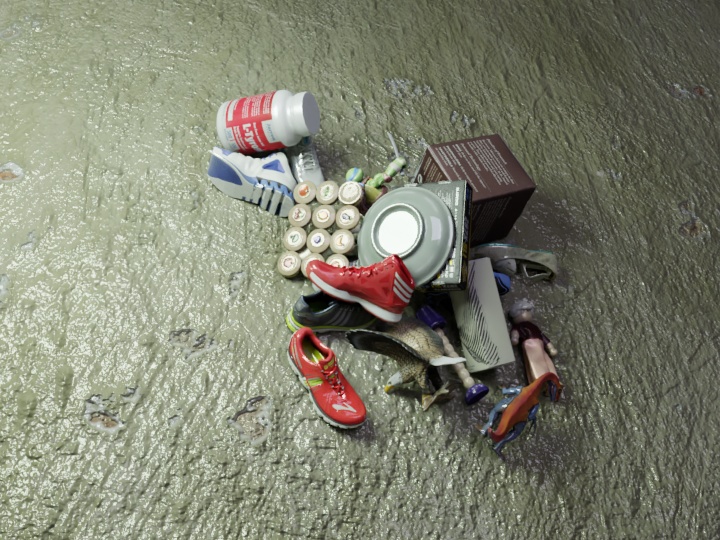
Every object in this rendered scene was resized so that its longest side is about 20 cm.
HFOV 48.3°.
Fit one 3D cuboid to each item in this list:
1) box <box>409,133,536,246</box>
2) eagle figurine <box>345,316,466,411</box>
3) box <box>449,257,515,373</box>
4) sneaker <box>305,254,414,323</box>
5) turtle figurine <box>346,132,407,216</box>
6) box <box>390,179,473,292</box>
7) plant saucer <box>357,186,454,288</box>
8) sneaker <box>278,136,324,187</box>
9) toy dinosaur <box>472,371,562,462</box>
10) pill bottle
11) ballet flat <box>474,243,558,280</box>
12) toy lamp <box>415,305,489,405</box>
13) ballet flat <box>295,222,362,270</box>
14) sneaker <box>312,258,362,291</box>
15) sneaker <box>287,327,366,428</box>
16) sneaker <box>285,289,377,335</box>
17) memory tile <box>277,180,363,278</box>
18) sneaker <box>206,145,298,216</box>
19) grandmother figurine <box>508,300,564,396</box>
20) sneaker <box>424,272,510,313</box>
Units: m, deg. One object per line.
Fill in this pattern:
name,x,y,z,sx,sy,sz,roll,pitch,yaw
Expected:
box,0.230,-0.165,1.711,0.196,0.167,0.166,-14,58,-29
eagle figurine,0.084,0.155,1.438,0.149,0.152,0.202,-31,72,-14
box,0.226,0.086,1.525,0.067,0.082,0.205,-10,80,-25
sneaker,0.008,0.001,1.438,0.196,0.117,0.079,25,25,-11
turtle figurine,0.067,-0.164,1.659,0.194,0.144,0.200,45,19,-8
box,0.127,-0.064,1.512,0.156,0.049,0.205,-3,72,28
plant saucer,0.075,-0.066,1.483,0.195,0.050,0.205,-9,70,24
sneaker,-0.124,-0.247,1.698,0.073,0.087,0.203,-13,60,-30
toy dinosaur,0.297,0.251,1.432,0.181,0.200,0.105,-42,88,-6
pill bottle,-0.186,-0.305,1.642,0.195,0.113,0.114,-6,44,24
ballet flat,0.337,-0.015,1.703,0.195,0.068,0.064,5,61,-16
toy lamp,0.167,0.155,1.513,0.057,0.059,0.202,-15,60,-29
ballet flat,-0.052,-0.055,1.588,0.196,0.070,0.070,-18,61,-30
sneaker,0.000,0.000,1.560,0.196,0.071,0.074,-9,57,-26
sneaker,-0.060,0.184,1.386,0.076,0.086,0.200,-29,67,-34
sneaker,-0.039,0.069,1.486,0.196,0.082,0.075,-12,58,-28
memory tile,-0.076,-0.080,1.547,0.149,0.017,0.205,4,71,19
sneaker,-0.210,-0.198,1.640,0.196,0.081,0.116,27,45,-7
grandmother figurine,0.337,0.145,1.586,0.120,0.060,0.203,26,39,-37
sneaker,0.217,0.049,1.613,0.195,0.070,0.080,2,66,-19
